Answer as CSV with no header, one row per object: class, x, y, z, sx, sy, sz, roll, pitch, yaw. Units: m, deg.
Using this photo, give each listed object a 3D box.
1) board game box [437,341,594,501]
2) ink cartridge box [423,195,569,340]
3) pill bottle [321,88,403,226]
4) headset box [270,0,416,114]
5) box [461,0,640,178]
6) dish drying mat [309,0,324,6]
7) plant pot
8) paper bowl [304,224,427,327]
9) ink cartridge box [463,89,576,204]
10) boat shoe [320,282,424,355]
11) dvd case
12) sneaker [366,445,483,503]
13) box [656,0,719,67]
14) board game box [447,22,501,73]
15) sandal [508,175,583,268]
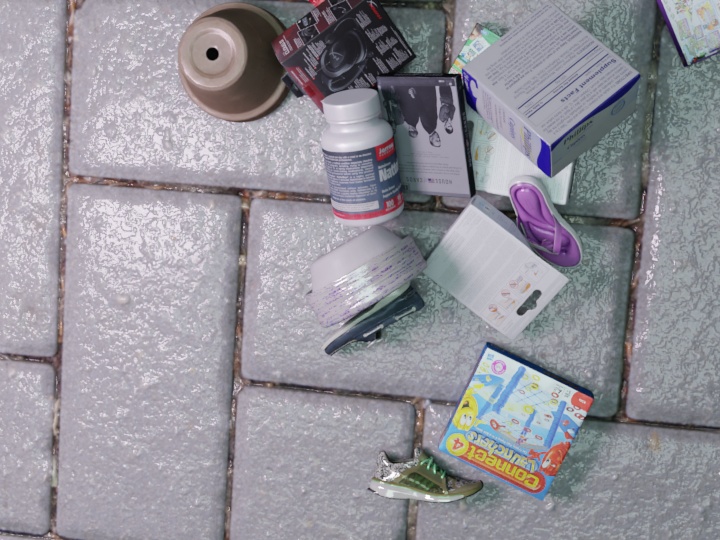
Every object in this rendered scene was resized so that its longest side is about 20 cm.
board game box,0.260,0.253,1.704,0.199,0.056,0.197,25,99,4
ink cartridge box,0.220,-0.003,1.658,0.200,0.047,0.160,37,124,0
pill bottle,-0.001,-0.183,1.632,0.119,0.120,0.201,-6,115,8
headset box,-0.034,-0.350,1.630,0.200,0.077,0.149,-35,133,11
box,0.288,-0.276,1.543,0.184,0.105,0.200,-38,64,-9
dish drying mat,0.005,-0.500,1.675,0.077,0.018,0.200,42,100,1
plant pot,-0.215,-0.343,1.645,0.199,0.175,0.201,1,97,6
paper bowl,0.000,0.000,1.638,0.200,0.201,0.105,-30,92,10
ink cartridge box,0.251,-0.199,1.641,0.199,0.050,0.163,11,100,18
boat shoe,0.020,0.091,1.708,0.200,0.075,0.062,-38,96,16
dvd case,0.106,-0.217,1.626,0.150,0.025,0.201,8,121,35
sneaker,0.111,0.347,1.731,0.199,0.077,0.089,2,88,5
box,0.541,-0.442,1.598,0.136,0.039,0.201,-23,93,10
board game box,0.241,-0.296,1.660,0.199,0.029,0.135,32,101,3
sandal,0.289,-0.066,1.628,0.082,0.050,0.203,-14,128,37
